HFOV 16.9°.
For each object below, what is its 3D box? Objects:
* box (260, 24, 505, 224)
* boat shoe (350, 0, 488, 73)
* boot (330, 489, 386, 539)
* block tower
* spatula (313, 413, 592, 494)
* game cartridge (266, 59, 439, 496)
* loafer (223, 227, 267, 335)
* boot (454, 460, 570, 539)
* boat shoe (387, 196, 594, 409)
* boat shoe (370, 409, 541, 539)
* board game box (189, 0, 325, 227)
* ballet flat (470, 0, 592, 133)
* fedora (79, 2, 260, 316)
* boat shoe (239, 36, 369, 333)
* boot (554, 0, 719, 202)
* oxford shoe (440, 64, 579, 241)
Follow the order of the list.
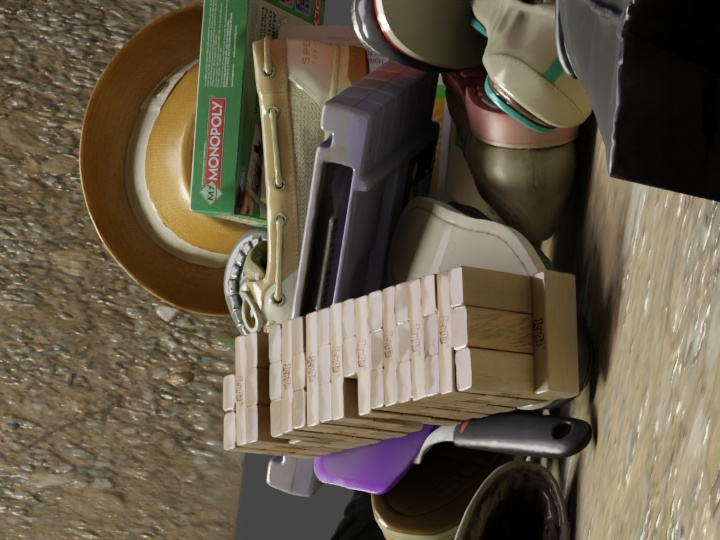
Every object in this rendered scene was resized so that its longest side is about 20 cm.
[{"bbox_3d":[0.026,-0.065,1.406,0.200,0.112,0.102,35,-121,-69],"label":"box"},{"bbox_3d":[0.044,-0.142,1.245,0.200,0.062,0.072,-30,-70,-57],"label":"boat shoe"},{"bbox_3d":[0.043,0.164,1.315,0.201,0.076,0.169,-60,-28,-32],"label":"boot"},{"bbox_3d":[0.012,0.043,1.081,0.199,0.058,0.054,-18,69,51],"label":"block tower"},{"bbox_3d":[0.041,0.077,1.101,0.057,0.021,0.200,-52,20,-23],"label":"spatula"},{"bbox_3d":[0.000,0.000,1.226,0.130,0.038,0.201,-35,-43,-63],"label":"game cartridge"},{"bbox_3d":[0.009,0.044,1.399,0.075,0.200,0.070,-56,-8,19],"label":"loafer"},{"bbox_3d":[0.055,0.203,1.125,0.200,0.072,0.183,113,165,-66],"label":"boot"},{"bbox_3d":[0.073,0.014,1.125,0.073,0.062,0.200,-71,23,11],"label":"boat shoe"},{"bbox_3d":[0.057,0.081,1.210,0.200,0.074,0.067,-60,-29,-49],"label":"boat shoe"},{"bbox_3d":[-0.054,-0.127,1.367,0.135,0.029,0.202,12,-98,-74],"label":"board game box"},{"bbox_3d":[0.090,-0.115,1.120,0.200,0.069,0.070,-92,8,-71],"label":"ballet flat"},{"bbox_3d":[-0.070,-0.073,1.470,0.082,0.199,0.202,164,113,-65],"label":"fedora"},{"bbox_3d":[-0.039,-0.024,1.274,0.073,0.063,0.202,-92,11,-63],"label":"boat shoe"},{"bbox_3d":[0.087,-0.116,0.696,0.200,0.065,0.166,-73,-19,-77],"label":"boot"},{"bbox_3d":[0.076,-0.067,1.240,0.200,0.070,0.074,-77,-14,-74],"label":"oxford shoe"}]
